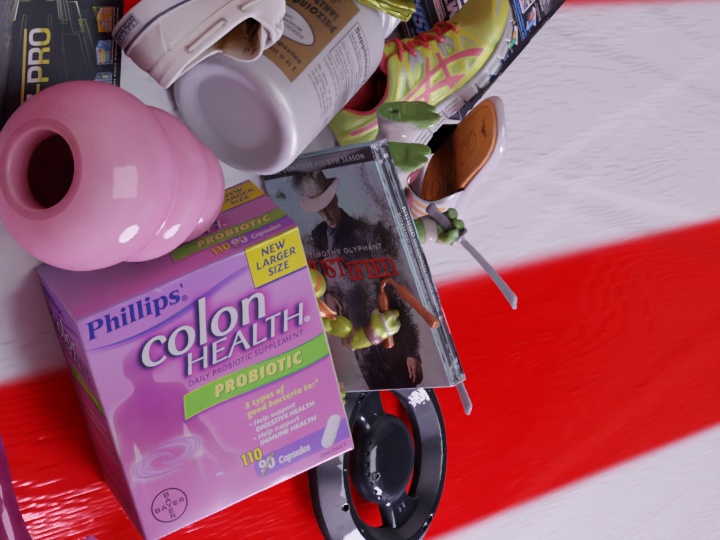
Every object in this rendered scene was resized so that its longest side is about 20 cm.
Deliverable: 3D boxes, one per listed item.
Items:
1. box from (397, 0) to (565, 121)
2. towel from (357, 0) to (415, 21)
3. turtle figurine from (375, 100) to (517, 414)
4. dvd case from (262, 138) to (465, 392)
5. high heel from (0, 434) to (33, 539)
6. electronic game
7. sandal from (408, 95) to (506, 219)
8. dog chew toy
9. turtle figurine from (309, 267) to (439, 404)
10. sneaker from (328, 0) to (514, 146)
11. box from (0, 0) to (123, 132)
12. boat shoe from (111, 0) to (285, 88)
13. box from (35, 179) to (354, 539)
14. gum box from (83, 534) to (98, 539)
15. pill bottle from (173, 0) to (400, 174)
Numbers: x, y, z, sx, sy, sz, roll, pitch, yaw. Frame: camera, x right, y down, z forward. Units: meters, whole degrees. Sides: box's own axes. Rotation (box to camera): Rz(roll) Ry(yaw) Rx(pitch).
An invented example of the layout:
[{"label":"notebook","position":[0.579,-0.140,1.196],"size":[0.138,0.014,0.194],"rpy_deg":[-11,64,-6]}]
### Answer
[{"label":"box","position":[0.098,-0.271,1.892],"size":[0.199,0.049,0.201],"rpy_deg":[-49,134,-33]},{"label":"towel","position":[0.002,-0.287,1.669],"size":[0.086,0.018,0.201],"rpy_deg":[21,48,-30]},{"label":"turtle figurine","position":[0.058,-0.027,1.740],"size":[0.144,0.199,0.195],"rpy_deg":[-33,138,-38]},{"label":"dvd case","position":[0.000,0.000,1.691],"size":[0.022,0.145,0.201],"rpy_deg":[-26,103,-38]},{"label":"high heel","position":[-0.249,0.161,1.495],"size":[0.200,0.067,0.096],"rpy_deg":[53,53,-37]},{"label":"electronic game","position":[0.017,0.166,1.888],"size":[0.199,0.041,0.202],"rpy_deg":[-1,91,-54]},{"label":"sandal","position":[0.068,-0.095,1.829],"size":[0.059,0.207,0.080],"rpy_deg":[3,66,-16]},{"label":"dog chew toy","position":[-0.160,-0.060,1.441],"size":[0.200,0.124,0.126],"rpy_deg":[7,93,-63]},{"label":"turtle figurine","position":[-0.039,0.051,1.680],"size":[0.162,0.199,0.065],"rpy_deg":[96,17,-50]},{"label":"sneaker","position":[0.049,-0.171,1.790],"size":[0.090,0.078,0.200],"rpy_deg":[44,81,-24]},{"label":"box","position":[-0.230,-0.160,1.448],"size":[0.161,0.049,0.202],"rpy_deg":[-9,107,-52]},{"label":"boat shoe","position":[-0.090,-0.181,1.529],"size":[0.070,0.071,0.200],"rpy_deg":[51,41,5]},{"label":"box","position":[-0.118,0.066,1.560],"size":[0.175,0.097,0.201],"rpy_deg":[-23,120,-16]},{"label":"gum box","position":[-0.199,0.293,1.529],"size":[0.114,0.066,0.201],"rpy_deg":[-52,162,-31]},{"label":"pill bottle","position":[-0.046,-0.175,1.651],"size":[0.200,0.114,0.115],"rpy_deg":[-50,135,-37]}]
